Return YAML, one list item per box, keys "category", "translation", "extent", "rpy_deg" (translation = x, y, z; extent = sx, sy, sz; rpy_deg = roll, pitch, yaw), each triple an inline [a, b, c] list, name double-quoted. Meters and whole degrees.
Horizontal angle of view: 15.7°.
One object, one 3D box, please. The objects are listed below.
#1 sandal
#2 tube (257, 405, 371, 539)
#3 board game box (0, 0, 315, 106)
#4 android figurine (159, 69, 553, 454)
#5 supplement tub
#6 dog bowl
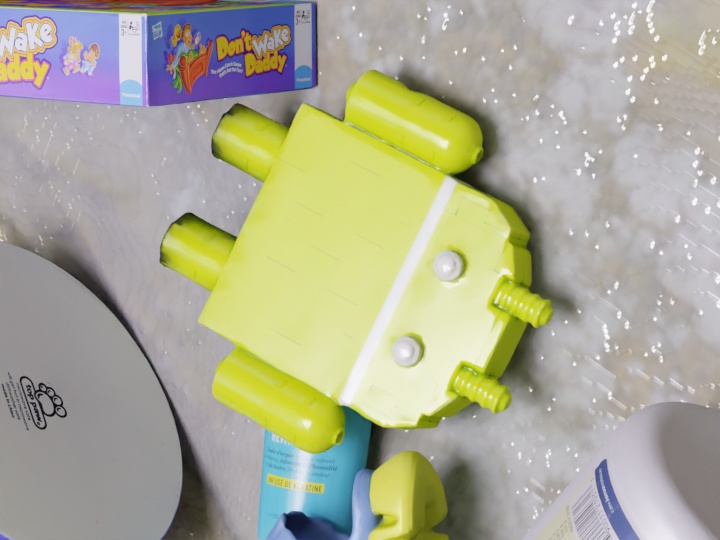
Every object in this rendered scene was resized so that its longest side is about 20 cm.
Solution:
- category: "sandal"
  translation: [0.001, 0.190, 1.278]
  extent: [0.087, 0.079, 0.201]
  rpy_deg: [-4, 86, 18]
- category: "tube"
  translation: [-0.018, 0.040, 1.325]
  extent: [0.077, 0.050, 0.201]
  rpy_deg: [8, 96, 20]
- category: "board game box"
  translation: [-0.141, -0.115, 1.333]
  extent: [0.199, 0.134, 0.045]
  rpy_deg: [6, 101, 35]
- category: "android figurine"
  translation: [0.000, 0.000, 1.277]
  extent: [0.199, 0.041, 0.183]
  rpy_deg: [30, 96, 22]
- category: "supplement tub"
  translation: [0.121, 0.173, 1.171]
  extent: [0.145, 0.145, 0.200]
  rpy_deg: [48, 118, 21]
- category: "dog bowl"
  translation: [-0.190, 0.085, 1.357]
  extent: [0.079, 0.200, 0.201]
  rpy_deg: [-36, 75, 31]
